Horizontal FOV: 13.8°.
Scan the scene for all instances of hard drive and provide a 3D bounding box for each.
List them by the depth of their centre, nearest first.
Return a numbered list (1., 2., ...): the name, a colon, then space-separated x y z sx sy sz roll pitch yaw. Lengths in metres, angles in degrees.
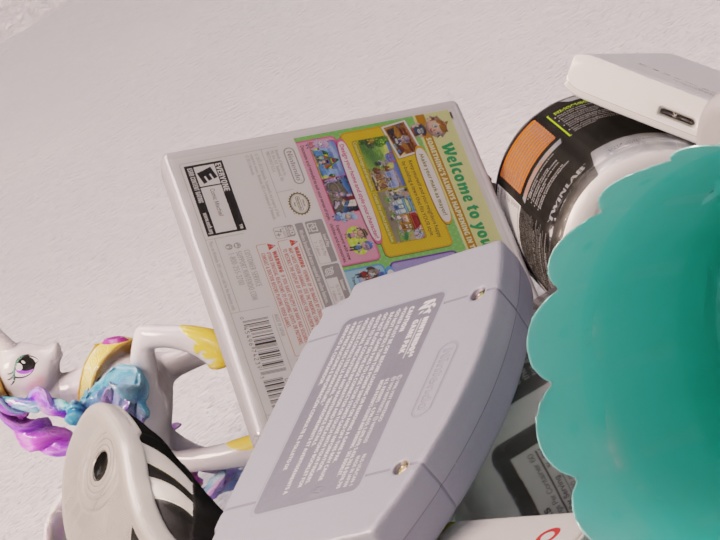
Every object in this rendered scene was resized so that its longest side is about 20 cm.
1. hard drive: 0.203 -0.092 1.695 0.131 0.027 0.200 22 11 16

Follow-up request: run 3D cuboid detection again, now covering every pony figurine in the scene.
1. pony figurine: -0.127 0.100 1.717 0.199 0.194 0.167 -6 25 10

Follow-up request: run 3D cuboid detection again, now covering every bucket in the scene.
1. bucket: 0.189 0.038 1.271 0.207 0.208 0.134 -14 0 42

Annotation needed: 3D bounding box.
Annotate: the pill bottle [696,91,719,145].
1. pill bottle: 0.283 -0.072 1.540 0.199 0.113 0.112 -22 14 -18

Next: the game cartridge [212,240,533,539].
1. game cartridge: 0.010 0.072 1.424 0.133 0.041 0.200 -21 31 40

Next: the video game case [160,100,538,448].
1. video game case: 0.000 0.000 1.674 0.181 0.022 0.201 -11 56 -15

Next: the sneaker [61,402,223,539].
1. sneaker: -0.082 0.149 1.564 0.073 0.111 0.200 -62 33 21

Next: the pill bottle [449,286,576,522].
1. pill bottle: 0.092 0.076 1.492 0.199 0.113 0.113 -30 17 -4

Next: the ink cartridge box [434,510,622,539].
1. ink cartridge box: 0.023 0.185 1.342 0.199 0.085 0.144 -12 25 50

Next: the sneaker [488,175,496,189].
1. sneaker: 0.015 -0.012 1.949 0.114 0.076 0.199 -43 18 -31

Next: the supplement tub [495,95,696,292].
1. supplement tub: 0.146 -0.032 1.699 0.122 0.123 0.200 -30 17 -1
